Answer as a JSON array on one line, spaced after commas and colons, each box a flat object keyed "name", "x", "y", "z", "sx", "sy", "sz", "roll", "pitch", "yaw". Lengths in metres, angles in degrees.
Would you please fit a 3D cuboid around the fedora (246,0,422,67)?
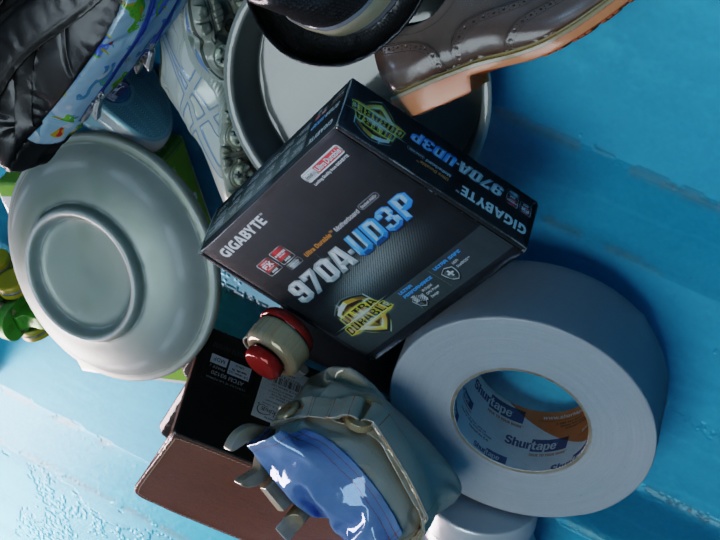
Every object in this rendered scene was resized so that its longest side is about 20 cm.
[{"name": "fedora", "x": -0.036, "y": -0.235, "z": 1.108, "sx": 0.199, "sy": 0.091, "sz": 0.203, "roll": 0, "pitch": 90, "yaw": 38}]

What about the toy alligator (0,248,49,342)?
[{"name": "toy alligator", "x": -0.315, "y": 0.016, "z": 1.462, "sx": 0.199, "sy": 0.054, "sz": 0.060, "roll": 33, "pitch": 150, "yaw": 46}]

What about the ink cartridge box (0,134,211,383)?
[{"name": "ink cartridge box", "x": -0.192, "y": -0.009, "z": 1.417, "sx": 0.146, "sy": 0.076, "sz": 0.201, "roll": 4, "pitch": 130, "yaw": 29}]

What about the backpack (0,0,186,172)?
[{"name": "backpack", "x": -0.208, "y": -0.195, "z": 1.213, "sx": 0.164, "sy": 0.153, "sz": 0.200, "roll": 55, "pitch": 138, "yaw": 13}]

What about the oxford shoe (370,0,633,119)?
[{"name": "oxford shoe", "x": 0.098, "y": -0.169, "z": 1.113, "sx": 0.198, "sy": 0.071, "sz": 0.074, "roll": -25, "pitch": 95, "yaw": 14}]

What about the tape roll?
[{"name": "tape roll", "x": 0.124, "y": 0.089, "z": 1.265, "sx": 0.198, "sy": 0.066, "sz": 0.202, "roll": 11, "pitch": 133, "yaw": 12}]

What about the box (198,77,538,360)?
[{"name": "box", "x": 0.003, "y": -0.029, "z": 1.191, "sx": 0.158, "sy": 0.046, "sz": 0.200, "roll": 33, "pitch": 141, "yaw": -17}]

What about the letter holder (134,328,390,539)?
[{"name": "letter holder", "x": -0.066, "y": 0.152, "z": 1.388, "sx": 0.198, "sy": 0.101, "sz": 0.142, "roll": 23, "pitch": 145, "yaw": -10}]

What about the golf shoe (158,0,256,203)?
[{"name": "golf shoe", "x": -0.106, "y": -0.128, "z": 1.300, "sx": 0.097, "sy": 0.078, "sz": 0.202, "roll": 13, "pitch": 122, "yaw": 45}]

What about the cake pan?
[{"name": "cake pan", "x": 0.001, "y": -0.132, "z": 1.212, "sx": 0.198, "sy": 0.037, "sz": 0.203, "roll": 6, "pitch": 110, "yaw": 18}]

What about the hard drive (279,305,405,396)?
[{"name": "hard drive", "x": 0.000, "y": 0.000, "z": 1.324, "sx": 0.134, "sy": 0.042, "sz": 0.202, "roll": 24, "pitch": 129, "yaw": 16}]

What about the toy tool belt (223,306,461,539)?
[{"name": "toy tool belt", "x": -0.031, "y": 0.137, "z": 1.248, "sx": 0.200, "sy": 0.123, "sz": 0.125, "roll": 45, "pitch": 153, "yaw": -10}]

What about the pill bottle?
[{"name": "pill bottle", "x": 0.080, "y": 0.248, "z": 1.390, "sx": 0.115, "sy": 0.116, "sz": 0.202, "roll": 24, "pitch": 129, "yaw": 16}]

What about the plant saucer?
[{"name": "plant saucer", "x": -0.201, "y": -0.003, "z": 1.314, "sx": 0.198, "sy": 0.050, "sz": 0.202, "roll": 11, "pitch": 113, "yaw": 26}]

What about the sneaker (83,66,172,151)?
[{"name": "sneaker", "x": -0.239, "y": -0.137, "z": 1.359, "sx": 0.200, "sy": 0.079, "sz": 0.131, "roll": 45, "pitch": 131, "yaw": 11}]
